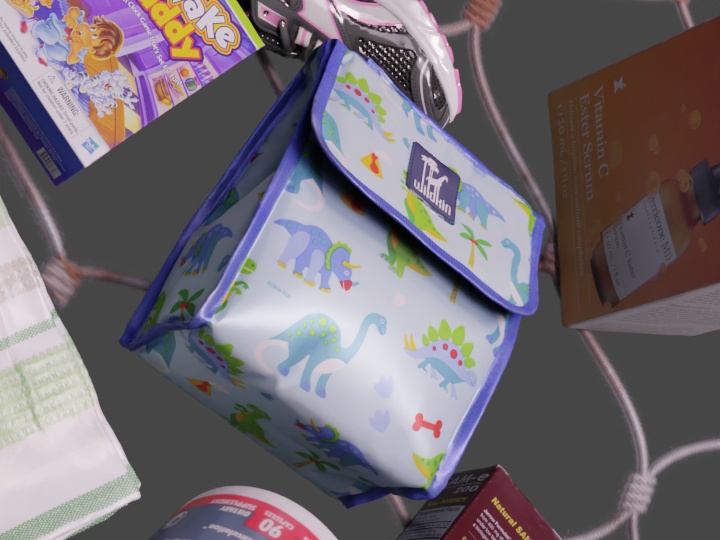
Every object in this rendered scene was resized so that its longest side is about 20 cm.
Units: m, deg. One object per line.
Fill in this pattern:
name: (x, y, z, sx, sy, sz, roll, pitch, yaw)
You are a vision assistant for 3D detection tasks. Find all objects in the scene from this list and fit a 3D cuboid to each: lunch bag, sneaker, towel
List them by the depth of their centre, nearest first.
towel: (-0.202, 0.053, 0.947, 0.149, 0.031, 0.201, -27, 93, -42)
lunch bag: (0.000, 0.000, 1.033, 0.170, 0.127, 0.201, 39, 63, -20)
sneaker: (-0.030, -0.146, 1.090, 0.086, 0.080, 0.200, -40, 93, -18)

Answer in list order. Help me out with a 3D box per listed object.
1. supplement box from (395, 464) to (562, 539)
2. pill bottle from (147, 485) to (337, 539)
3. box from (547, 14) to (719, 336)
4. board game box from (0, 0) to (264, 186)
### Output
supplement box: (0.039, 0.216, 1.048, 0.109, 0.061, 0.200, 50, 61, -13)
pill bottle: (-0.090, 0.199, 0.904, 0.120, 0.119, 0.200, 58, 36, -7)
box: (0.212, -0.053, 1.127, 0.106, 0.200, 0.154, 4, 76, -29)
board game box: (-0.161, -0.167, 1.023, 0.134, 0.045, 0.201, -38, 99, -31)
